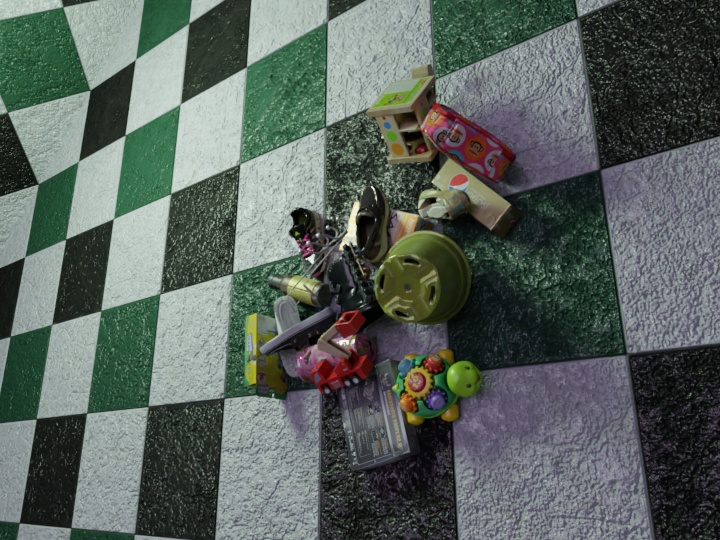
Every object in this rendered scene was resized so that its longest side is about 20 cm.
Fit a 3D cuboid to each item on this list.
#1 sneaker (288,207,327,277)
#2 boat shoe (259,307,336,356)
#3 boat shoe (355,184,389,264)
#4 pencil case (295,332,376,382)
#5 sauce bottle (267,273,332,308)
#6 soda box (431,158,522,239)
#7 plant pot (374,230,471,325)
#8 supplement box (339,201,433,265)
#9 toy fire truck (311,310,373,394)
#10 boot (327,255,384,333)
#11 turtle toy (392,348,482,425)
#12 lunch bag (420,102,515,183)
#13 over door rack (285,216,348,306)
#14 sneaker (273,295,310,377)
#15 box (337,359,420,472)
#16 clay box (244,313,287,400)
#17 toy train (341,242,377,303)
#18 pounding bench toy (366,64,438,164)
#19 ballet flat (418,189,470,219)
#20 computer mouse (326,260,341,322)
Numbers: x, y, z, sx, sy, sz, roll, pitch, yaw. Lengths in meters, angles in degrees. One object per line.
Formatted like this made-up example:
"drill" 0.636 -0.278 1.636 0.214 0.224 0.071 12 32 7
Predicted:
"sneaker" -0.143 -0.080 1.521 0.073 0.087 0.203 -24 62 29
"boat shoe" -0.145 0.158 1.412 0.198 0.069 0.057 -29 88 -10
"boat shoe" 0.022 -0.115 1.318 0.072 0.064 0.203 -26 53 30
"pencil case" -0.060 0.204 1.367 0.197 0.082 0.088 -17 77 32
"sauce bottle" -0.160 0.044 1.510 0.198 0.064 0.066 16 85 40
"soda box" 0.246 -0.155 1.259 0.068 0.064 0.200 -52 51 12
"plant pot" 0.113 0.025 1.180 0.196 0.184 0.205 2 96 18
"supplement box" 0.057 -0.077 1.374 0.198 0.073 0.128 16 86 40
"toy fire truck" -0.047 0.179 1.264 0.198 0.049 0.142 -26 104 36
"boot" -0.015 0.040 1.327 0.200 0.075 0.171 130 130 -62
"turtle toy" 0.150 0.227 1.182 0.197 0.101 0.149 -13 68 26
"lunch bag" 0.219 -0.267 1.228 0.083 0.198 0.176 -56 7 16
"over door rack" -0.112 -0.026 1.395 0.202 0.066 0.147 -64 14 -24
"sneaker" -0.173 0.166 1.484 0.080 0.075 0.204 142 120 -74
"box" 0.034 0.316 1.280 0.157 0.048 0.203 -28 60 27
"clay box" -0.236 0.221 1.480 0.047 0.114 0.204 -16 65 33
"toy train" 0.000 0.000 1.274 0.201 0.045 0.035 -115 24 -50
"pounding bench toy" 0.135 -0.361 1.370 0.123 0.157 0.201 4 47 38
"ballet flat" 0.161 -0.137 1.265 0.199 0.070 0.072 9 79 69
"computer mouse" -0.042 0.071 1.436 0.058 0.034 0.204 -14 70 6
